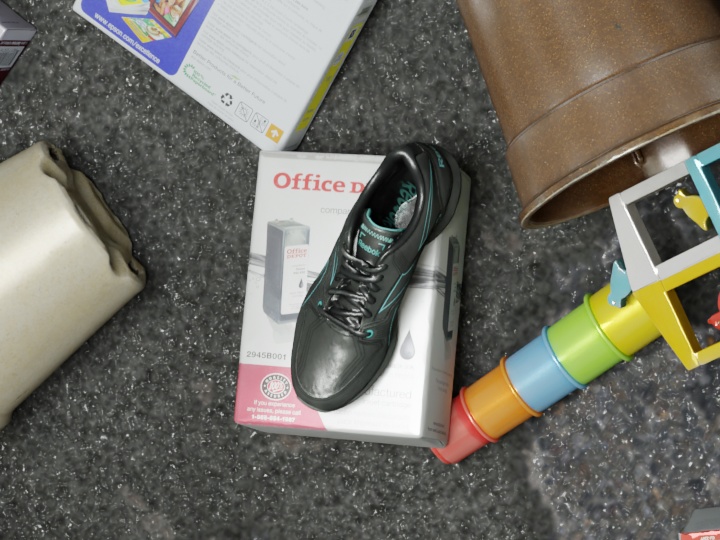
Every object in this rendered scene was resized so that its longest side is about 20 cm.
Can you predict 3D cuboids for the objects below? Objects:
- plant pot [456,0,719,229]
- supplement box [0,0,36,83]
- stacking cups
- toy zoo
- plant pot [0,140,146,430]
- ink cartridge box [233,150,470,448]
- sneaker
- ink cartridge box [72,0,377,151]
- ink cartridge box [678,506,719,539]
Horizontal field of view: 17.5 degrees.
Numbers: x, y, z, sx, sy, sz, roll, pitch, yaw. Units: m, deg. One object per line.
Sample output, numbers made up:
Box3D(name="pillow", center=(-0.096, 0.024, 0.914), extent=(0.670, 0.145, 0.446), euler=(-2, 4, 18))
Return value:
Box3D(name="plant pot", center=(0.158, -0.159, 1.575), extent=(0.200, 0.200, 0.199), euler=(-27, 81, 17))
Box3D(name="supplement box", center=(-0.350, -0.136, 1.787), extent=(0.109, 0.061, 0.200), euler=(39, 104, 9))
Box3D(name="stacking cups", center=(0.131, 0.072, 1.669), extent=(0.200, 0.060, 0.061), euler=(-35, 86, 17))
Box3D(name="toy zoo", center=(0.254, -0.019, 1.569), extent=(0.199, 0.020, 0.132), euler=(-28, 85, 27))
Box3D(name="plant pot", center=(-0.267, 0.009, 1.727), extent=(0.183, 0.200, 0.201), euler=(-35, 86, 5))
Box3D(name="ink cartridge box", center=(-0.005, 0.019, 1.670), extent=(0.145, 0.085, 0.201), euler=(3, 82, 15))
Box3D(name="sneaker", center=(0.000, 0.000, 1.588), extent=(0.075, 0.079, 0.201), euler=(24, 90, 15))
Box3D(name="ink cartridge box", center=(-0.087, -0.217, 1.691), extent=(0.197, 0.047, 0.201), euler=(37, 116, 11))
Box3D(name="ink cartridge box", center=(0.334, 0.251, 1.619), extent=(0.199, 0.084, 0.177), euler=(-7, 95, 16))
